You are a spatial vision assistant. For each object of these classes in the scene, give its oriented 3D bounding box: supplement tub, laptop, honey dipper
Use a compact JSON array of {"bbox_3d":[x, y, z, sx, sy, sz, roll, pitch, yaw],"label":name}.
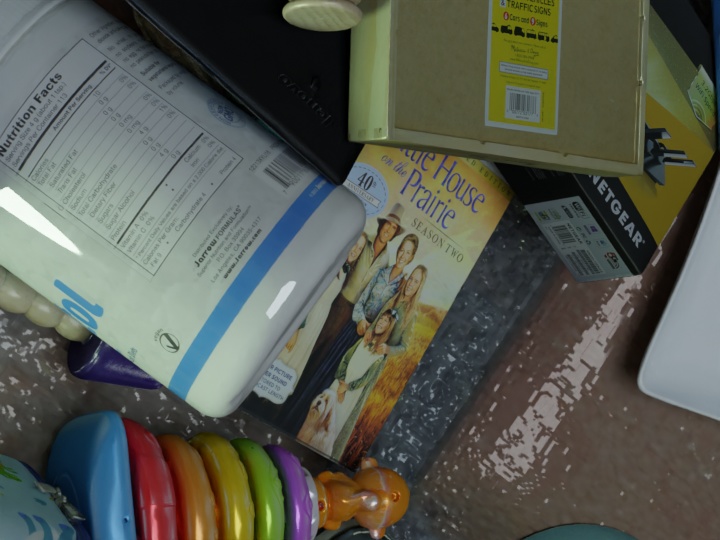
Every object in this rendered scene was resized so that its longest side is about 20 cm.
[{"bbox_3d":[-0.109,-0.035,0.884,0.199,0.132,0.132,36,84,3],"label":"supplement tub"},{"bbox_3d":[-0.059,-0.171,0.900,0.116,0.200,0.187,-46,116,6],"label":"laptop"},{"bbox_3d":[-0.015,-0.213,0.850,0.038,0.038,0.202,7,78,-26],"label":"honey dipper"}]

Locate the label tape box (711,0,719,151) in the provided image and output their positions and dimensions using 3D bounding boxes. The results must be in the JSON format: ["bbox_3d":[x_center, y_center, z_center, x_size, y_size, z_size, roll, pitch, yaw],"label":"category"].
[{"bbox_3d":[0.303,-0.139,1.100,0.199,0.063,0.146,1,84,-34],"label":"label tape box"}]

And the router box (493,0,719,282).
[{"bbox_3d":[0.124,-0.119,1.030,0.200,0.052,0.158,52,54,-24],"label":"router box"}]

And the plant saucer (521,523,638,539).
[{"bbox_3d":[0.135,0.262,1.148,0.198,0.036,0.202,-5,102,-24],"label":"plant saucer"}]

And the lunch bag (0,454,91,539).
[{"bbox_3d":[-0.213,0.190,0.904,0.082,0.161,0.201,25,91,-32],"label":"lunch bag"}]

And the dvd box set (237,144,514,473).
[{"bbox_3d":[0.000,0.000,1.011,0.146,0.029,0.201,36,83,-48],"label":"dvd box set"}]

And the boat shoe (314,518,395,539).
[{"bbox_3d":[-0.048,0.222,1.010,0.200,0.062,0.073,-44,115,-12],"label":"boat shoe"}]

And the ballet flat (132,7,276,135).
[{"bbox_3d":[-0.065,-0.097,0.962,0.070,0.065,0.201,-44,140,-20],"label":"ballet flat"}]

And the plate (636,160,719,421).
[{"bbox_3d":[0.279,0.010,1.169,0.198,0.032,0.201,21,91,-26],"label":"plate"}]

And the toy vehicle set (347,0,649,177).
[{"bbox_3d":[0.075,-0.117,0.917,0.199,0.026,0.125,5,88,-44],"label":"toy vehicle set"}]

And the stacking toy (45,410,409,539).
[{"bbox_3d":[-0.064,0.129,0.984,0.198,0.110,0.117,-4,81,-26],"label":"stacking toy"}]

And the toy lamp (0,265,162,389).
[{"bbox_3d":[-0.183,0.007,0.940,0.199,0.058,0.059,29,87,-26],"label":"toy lamp"}]
